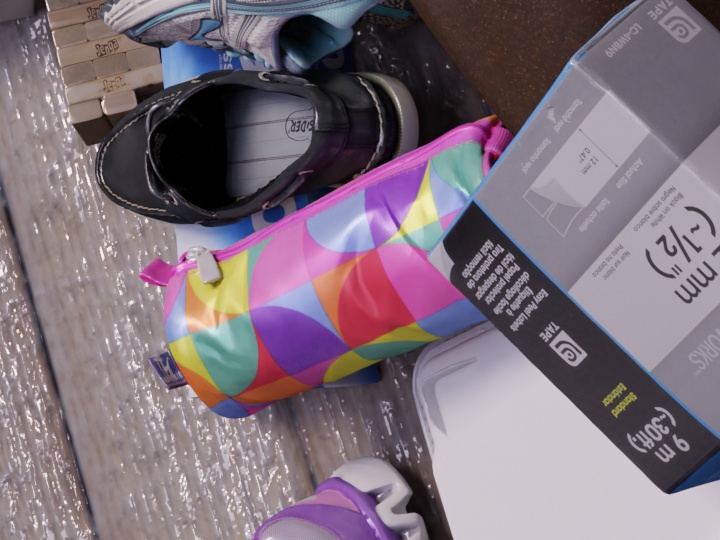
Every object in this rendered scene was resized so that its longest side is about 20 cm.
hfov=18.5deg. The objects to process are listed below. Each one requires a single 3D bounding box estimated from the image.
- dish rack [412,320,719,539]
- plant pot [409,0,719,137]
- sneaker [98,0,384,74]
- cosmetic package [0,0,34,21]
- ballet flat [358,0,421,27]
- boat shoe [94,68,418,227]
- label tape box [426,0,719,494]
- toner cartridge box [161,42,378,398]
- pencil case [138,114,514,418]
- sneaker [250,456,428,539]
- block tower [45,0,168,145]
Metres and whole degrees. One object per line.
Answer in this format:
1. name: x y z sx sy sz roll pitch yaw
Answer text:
1. dish rack: 0.105 0.078 0.950 0.200 0.043 0.173 -29 73 41
2. plant pot: 0.076 -0.157 0.891 0.186 0.187 0.201 -16 95 42
3. sneaker: -0.052 -0.120 0.991 0.086 0.078 0.200 49 159 -10
4. cosmetic package: -0.235 -0.239 1.197 0.108 0.084 0.201 120 138 -74
5. ballet flat: -0.030 -0.199 1.040 0.068 0.075 0.201 -46 62 35
6. boat shoe: -0.067 -0.057 1.028 0.199 0.066 0.075 2 94 42
7. label tape box: 0.135 0.014 0.813 0.200 0.066 0.143 46 145 7
8. toner cartridge box: -0.046 -0.041 1.084 0.095 0.043 0.201 -8 86 43
9. pencil case: 0.000 0.000 0.972 0.199 0.088 0.089 -23 76 28
10. sneaker: 0.007 0.184 1.006 0.201 0.088 0.081 61 141 23
11. block tower: -0.143 -0.171 1.147 0.054 0.058 0.201 -13 81 -2
